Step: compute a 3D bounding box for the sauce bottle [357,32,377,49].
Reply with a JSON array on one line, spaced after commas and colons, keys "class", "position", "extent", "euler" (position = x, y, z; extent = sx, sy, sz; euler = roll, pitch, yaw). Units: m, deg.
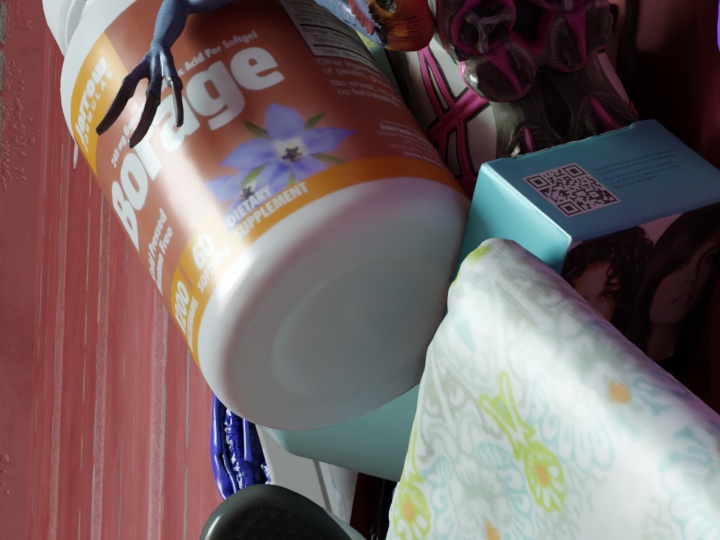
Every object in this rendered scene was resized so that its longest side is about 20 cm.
[{"class": "sauce bottle", "position": [-0.020, -0.092, 1.197], "extent": [0.200, 0.064, 0.065], "euler": [-44, 41, 46]}]

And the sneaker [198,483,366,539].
[{"class": "sneaker", "position": [-0.006, 0.137, 1.069], "extent": [0.067, 0.201, 0.108], "euler": [-39, 30, 6]}]

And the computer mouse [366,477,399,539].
[{"class": "computer mouse", "position": [0.028, 0.103, 1.208], "extent": [0.200, 0.044, 0.110], "euler": [-142, 58, -75]}]

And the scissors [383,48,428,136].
[{"class": "scissors", "position": [0.000, -0.111, 0.992], "extent": [0.073, 0.014, 0.201], "euler": [-127, 13, -69]}]

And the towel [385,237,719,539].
[{"class": "towel", "position": [0.070, 0.116, 0.859], "extent": [0.171, 0.048, 0.201], "euler": [41, 131, 38]}]

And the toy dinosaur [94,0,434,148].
[{"class": "toy dinosaur", "position": [-0.039, -0.142, 0.925], "extent": [0.200, 0.181, 0.105], "euler": [-55, -13, -38]}]

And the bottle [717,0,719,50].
[{"class": "bottle", "position": [0.135, -0.064, 0.744], "extent": [0.084, 0.065, 0.201], "euler": [122, 150, -63]}]

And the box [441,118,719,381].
[{"class": "box", "position": [0.067, 0.049, 0.952], "extent": [0.049, 0.082, 0.201], "euler": [43, 134, 37]}]

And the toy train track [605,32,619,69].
[{"class": "toy train track", "position": [0.077, -0.091, 1.082], "extent": [0.200, 0.032, 0.115], "euler": [-138, 52, -75]}]

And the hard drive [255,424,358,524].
[{"class": "hard drive", "position": [-0.019, 0.023, 1.282], "extent": [0.201, 0.026, 0.132], "euler": [-80, -19, -51]}]

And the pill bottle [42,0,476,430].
[{"class": "pill bottle", "position": [-0.042, -0.048, 0.978], "extent": [0.200, 0.112, 0.113], "euler": [57, 146, 37]}]

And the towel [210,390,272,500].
[{"class": "towel", "position": [-0.042, 0.086, 1.362], "extent": [0.200, 0.049, 0.149], "euler": [71, -161, -65]}]

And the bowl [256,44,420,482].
[{"class": "bowl", "position": [0.000, 0.000, 1.100], "extent": [0.201, 0.104, 0.202], "euler": [-6, -90, -88]}]

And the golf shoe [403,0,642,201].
[{"class": "golf shoe", "position": [0.057, -0.065, 0.962], "extent": [0.092, 0.072, 0.201], "euler": [-124, 15, -47]}]
